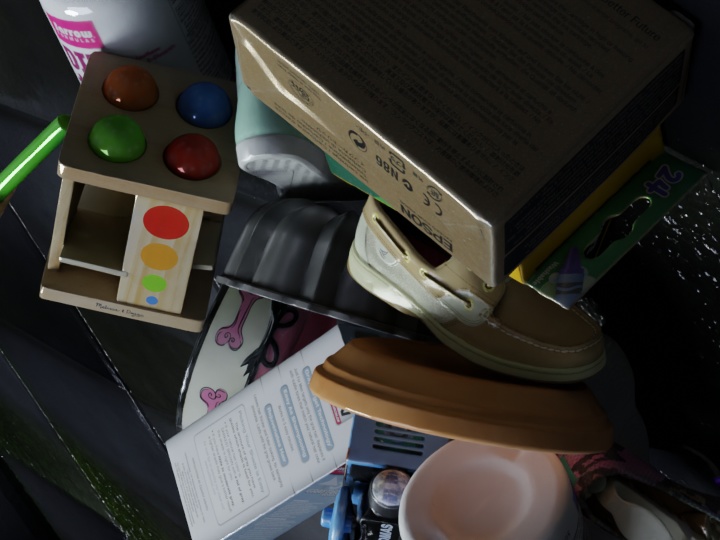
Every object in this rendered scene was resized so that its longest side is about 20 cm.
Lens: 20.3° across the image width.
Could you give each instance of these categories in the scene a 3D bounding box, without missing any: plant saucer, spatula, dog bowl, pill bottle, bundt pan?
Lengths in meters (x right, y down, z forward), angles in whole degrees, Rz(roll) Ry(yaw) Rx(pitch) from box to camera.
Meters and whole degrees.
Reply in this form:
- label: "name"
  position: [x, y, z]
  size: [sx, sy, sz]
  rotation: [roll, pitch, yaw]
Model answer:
- label: "plant saucer"
  position: [0.067, 0.076, 1.291]
  size: [0.198, 0.038, 0.200]
  rotation: [10, -176, -1]
- label: "spatula"
  position: [0.233, 0.133, 1.381]
  size: [0.056, 0.021, 0.200]
  rotation: [34, 175, -34]
- label: "dog bowl"
  position: [-0.077, 0.061, 1.669]
  size: [0.073, 0.201, 0.201]
  rotation: [23, 155, 9]
- label: "pill bottle"
  position: [0.104, 0.207, 1.315]
  size: [0.113, 0.114, 0.201]
  rotation: [30, 155, 41]
- label: "pill bottle"
  position: [-0.175, -0.194, 1.505]
  size: [0.113, 0.113, 0.201]
  rotation: [30, 153, 42]
- label: "bundt pan"
  position: [0.000, 0.000, 1.451]
  size: [0.200, 0.077, 0.202]
  rotation: [16, 179, 0]

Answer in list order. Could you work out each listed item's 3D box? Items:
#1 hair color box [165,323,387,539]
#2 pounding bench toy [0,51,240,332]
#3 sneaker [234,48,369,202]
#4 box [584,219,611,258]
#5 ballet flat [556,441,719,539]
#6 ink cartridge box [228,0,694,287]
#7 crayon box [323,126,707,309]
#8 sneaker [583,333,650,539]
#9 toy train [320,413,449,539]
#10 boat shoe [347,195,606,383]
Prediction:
- label: "hair color box"
  position: [-0.053, 0.132, 1.533]
  size: [0.199, 0.060, 0.100]
  rotation: [-35, 62, 32]
- label: "pounding bench toy"
  position: [-0.190, -0.071, 1.461]
  size: [0.198, 0.125, 0.157]
  rotation: [12, 136, -5]
- label: "sneaker"
  position: [-0.037, -0.116, 1.460]
  size: [0.073, 0.120, 0.200]
  rotation: [-5, 168, 14]
- label: "box"
  position: [0.071, -0.066, 1.324]
  size: [0.200, 0.049, 0.160]
  rotation: [43, 162, 15]
- label: "ballet flat"
  position: [0.212, 0.176, 1.336]
  size: [0.199, 0.069, 0.071]
  rotation: [30, -159, -19]
- label: "ink cartridge box"
  position: [0.055, -0.116, 1.095]
  size: [0.200, 0.165, 0.075]
  rotation: [40, 161, 23]
- label: "crayon box"
  position: [0.084, -0.074, 1.167]
  size: [0.199, 0.126, 0.052]
  rotation: [32, 154, 38]
- label: "sneaker"
  position: [0.154, 0.138, 1.428]
  size: [0.115, 0.074, 0.202]
  rotation: [-173, 70, -67]
- label: "toy train"
  position: [0.019, 0.171, 1.404]
  size: [0.086, 0.115, 0.201]
  rotation: [10, 148, 3]
- label: "boat shoe"
  position: [0.072, 0.006, 1.282]
  size: [0.199, 0.074, 0.067]
  rotation: [27, 127, 30]
